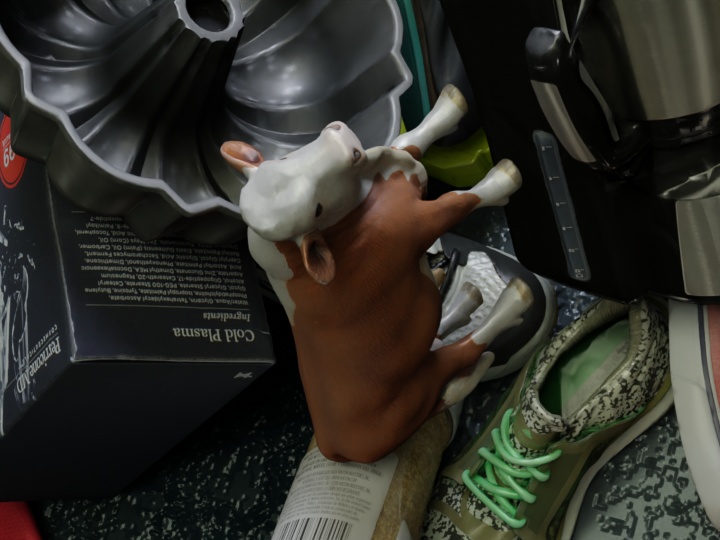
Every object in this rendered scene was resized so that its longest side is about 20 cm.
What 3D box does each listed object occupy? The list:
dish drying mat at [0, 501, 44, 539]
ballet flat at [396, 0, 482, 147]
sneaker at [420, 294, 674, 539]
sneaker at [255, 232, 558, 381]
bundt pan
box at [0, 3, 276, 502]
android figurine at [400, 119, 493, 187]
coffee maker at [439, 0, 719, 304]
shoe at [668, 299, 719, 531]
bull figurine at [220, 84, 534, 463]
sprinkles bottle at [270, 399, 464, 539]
[{"bbox_3d":[-0.207,0.160,0.858,0.077,0.018,0.200,-34,65,8],"label":"dish drying mat"},{"bbox_3d":[0.035,-0.157,0.748,0.073,0.201,0.073,-12,26,6],"label":"ballet flat"},{"bbox_3d":[0.079,0.081,0.736,0.077,0.089,0.200,35,87,26],"label":"sneaker"},{"bbox_3d":[0.000,0.000,0.789,0.199,0.088,0.076,16,78,27],"label":"sneaker"},{"bbox_3d":[-0.081,-0.096,0.697,0.076,0.201,0.203,-42,54,51],"label":"bundt pan"},{"bbox_3d":[-0.145,0.000,0.785,0.200,0.104,0.183,-41,55,49],"label":"box"},{"bbox_3d":[0.034,-0.118,0.846,0.200,0.041,0.183,21,81,26],"label":"android figurine"},{"bbox_3d":[0.102,-0.102,0.667,0.134,0.200,0.192,-30,41,-10],"label":"coffee maker"},{"bbox_3d":[0.195,0.018,0.718,0.091,0.071,0.201,-12,63,26],"label":"shoe"},{"bbox_3d":[0.009,-0.002,0.645,0.121,0.200,0.065,-31,52,-22],"label":"bull figurine"},{"bbox_3d":[-0.005,0.119,0.716,0.068,0.068,0.200,0,41,20],"label":"sprinkles bottle"}]
